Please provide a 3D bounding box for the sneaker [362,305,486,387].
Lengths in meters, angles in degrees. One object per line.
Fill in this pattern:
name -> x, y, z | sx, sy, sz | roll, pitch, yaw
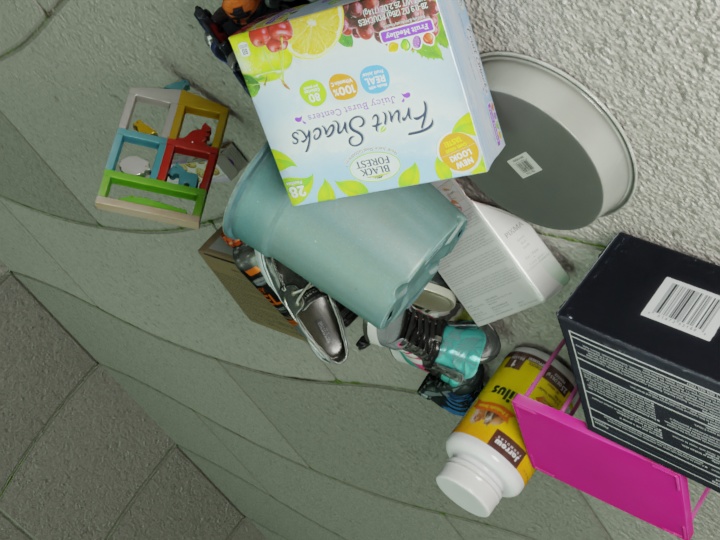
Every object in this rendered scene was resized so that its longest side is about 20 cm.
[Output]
sneaker -> 0.083, 0.081, 1.239 | 0.120, 0.084, 0.200 | 14, 169, 23

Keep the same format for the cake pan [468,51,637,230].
cake pan -> 0.158, -0.111, 0.979 | 0.200, 0.037, 0.201 | 33, 156, 16

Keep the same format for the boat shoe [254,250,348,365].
boat shoe -> -0.064, 0.030, 1.350 | 0.201, 0.072, 0.071 | 59, 168, -15

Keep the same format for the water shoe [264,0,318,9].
water shoe -> -0.016, -0.209, 1.014 | 0.200, 0.079, 0.071 | 49, 156, -21

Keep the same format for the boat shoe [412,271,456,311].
boat shoe -> 0.030, -0.020, 1.257 | 0.198, 0.066, 0.075 | 22, 154, -9

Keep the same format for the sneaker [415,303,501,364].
sneaker -> 0.110, 0.084, 1.394 | 0.199, 0.075, 0.084 | 11, 167, 43

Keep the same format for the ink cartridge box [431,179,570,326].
ink cartridge box -> 0.122, -0.040, 1.175 | 0.201, 0.050, 0.161 | 55, 157, -2

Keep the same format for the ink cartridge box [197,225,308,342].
ink cartridge box -> -0.131, 0.019, 1.618 | 0.199, 0.075, 0.165 | 16, 146, 47

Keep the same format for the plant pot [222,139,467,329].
plant pot -> -0.007, -0.055, 1.113 | 0.196, 0.200, 0.200 | 39, 158, 10

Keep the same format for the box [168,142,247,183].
box -> -0.230, -0.150, 1.507 | 0.199, 0.039, 0.042 | 5, 138, 54

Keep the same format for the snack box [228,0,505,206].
snack box -> 0.007, -0.156, 0.930 | 0.199, 0.068, 0.170 | -6, 115, 29

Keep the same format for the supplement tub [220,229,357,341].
supplement tub -> -0.088, -0.008, 1.440 | 0.200, 0.123, 0.122 | 48, 156, -17

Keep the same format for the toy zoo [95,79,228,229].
toy zoo -> -0.243, -0.156, 1.334 | 0.130, 0.201, 0.020 | 12, 155, -2

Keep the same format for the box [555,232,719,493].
box -> 0.312, 0.094, 1.003 | 0.199, 0.123, 0.199 | 24, 152, 37

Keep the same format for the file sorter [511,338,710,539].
file sorter -> 0.294, 0.175, 1.176 | 0.199, 0.126, 0.139 | 22, 150, 36

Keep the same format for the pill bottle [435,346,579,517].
pill bottle -> 0.179, 0.199, 1.302 | 0.109, 0.200, 0.109 | 32, 156, 16

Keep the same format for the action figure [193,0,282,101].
action figure -> -0.099, -0.245, 1.056 | 0.200, 0.104, 0.194 | 56, 173, 31

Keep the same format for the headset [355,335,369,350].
headset -> 0.000, 0.000, 1.346 | 0.123, 0.094, 0.201 | 12, 132, 39

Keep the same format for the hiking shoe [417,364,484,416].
hiking shoe -> 0.146, 0.157, 1.463 | 0.086, 0.075, 0.200 | 33, 167, -3
